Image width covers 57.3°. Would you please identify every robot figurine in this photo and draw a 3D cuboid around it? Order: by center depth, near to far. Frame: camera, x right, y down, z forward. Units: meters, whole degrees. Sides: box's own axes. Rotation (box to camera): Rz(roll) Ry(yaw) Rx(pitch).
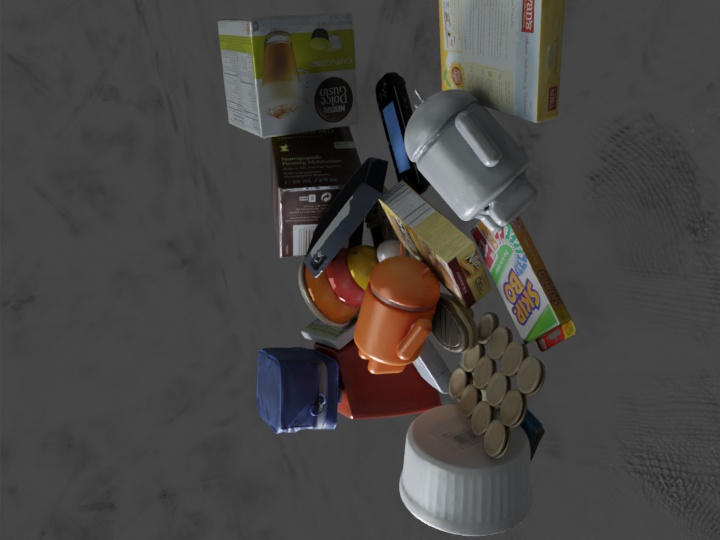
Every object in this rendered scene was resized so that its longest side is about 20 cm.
[{"bbox_3d":[0.134,-0.145,0.834,0.200,0.113,0.170,50,170,5],"label":"robot figurine"},{"bbox_3d":[0.058,0.065,1.022,0.144,0.115,0.202,-57,-16,-64],"label":"robot figurine"}]

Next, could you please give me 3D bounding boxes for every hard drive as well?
[{"bbox_3d":[-0.027,-0.094,1.113,0.200,0.042,0.135,-50,15,31],"label":"hard drive"}]

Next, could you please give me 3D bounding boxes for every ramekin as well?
[{"bbox_3d":[0.156,0.282,0.969,0.200,0.198,0.099,33,129,58],"label":"ramekin"}]

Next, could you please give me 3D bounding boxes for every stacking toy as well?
[{"bbox_3d":[0.000,0.000,1.182,0.199,0.146,0.148,-30,74,29],"label":"stacking toy"}]

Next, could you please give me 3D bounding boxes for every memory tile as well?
[{"bbox_3d":[0.191,0.160,0.950,0.155,0.017,0.200,-67,19,14],"label":"memory tile"}]

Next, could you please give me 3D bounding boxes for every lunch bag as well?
[{"bbox_3d":[-0.109,0.220,1.234,0.200,0.131,0.138,-166,78,-66],"label":"lunch bag"}]

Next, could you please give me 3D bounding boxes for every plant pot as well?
[{"bbox_3d":[0.019,0.191,1.309,0.199,0.174,0.203,1,107,67],"label":"plant pot"}]

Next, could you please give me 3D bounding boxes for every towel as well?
[{"bbox_3d":[0.217,0.224,1.066,0.201,0.021,0.148,55,152,41],"label":"towel"}]

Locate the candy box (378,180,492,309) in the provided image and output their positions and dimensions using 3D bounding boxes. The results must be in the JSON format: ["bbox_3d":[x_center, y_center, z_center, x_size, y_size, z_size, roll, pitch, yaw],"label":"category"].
[{"bbox_3d":[0.114,-0.043,1.022,0.200,0.055,0.116,48,172,45],"label":"candy box"}]

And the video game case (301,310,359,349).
[{"bbox_3d":[-0.014,0.084,1.311,0.022,0.181,0.200,57,161,-14],"label":"video game case"}]

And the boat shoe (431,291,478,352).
[{"bbox_3d":[0.149,0.071,1.048,0.200,0.075,0.073,-130,46,-64],"label":"boat shoe"}]

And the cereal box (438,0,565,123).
[{"bbox_3d":[0.166,-0.274,0.805,0.200,0.039,0.146,41,142,52],"label":"cereal box"}]

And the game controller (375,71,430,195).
[{"bbox_3d":[0.066,-0.219,1.082,0.104,0.042,0.203,-7,99,68],"label":"game controller"}]

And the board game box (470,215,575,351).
[{"bbox_3d":[0.219,0.010,0.902,0.202,0.030,0.096,65,157,15],"label":"board game box"}]

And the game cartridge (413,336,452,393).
[{"bbox_3d":[0.094,0.124,1.164,0.201,0.041,0.133,56,177,-6],"label":"game cartridge"}]

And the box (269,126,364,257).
[{"bbox_3d":[-0.087,-0.153,1.269,0.201,0.164,0.166,-105,14,-45],"label":"box"}]

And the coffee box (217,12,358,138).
[{"bbox_3d":[-0.136,-0.370,1.233,0.200,0.198,0.200,33,131,56],"label":"coffee box"}]

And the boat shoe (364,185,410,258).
[{"bbox_3d":[0.040,-0.064,1.224,0.073,0.062,0.203,-6,100,68],"label":"boat shoe"}]
